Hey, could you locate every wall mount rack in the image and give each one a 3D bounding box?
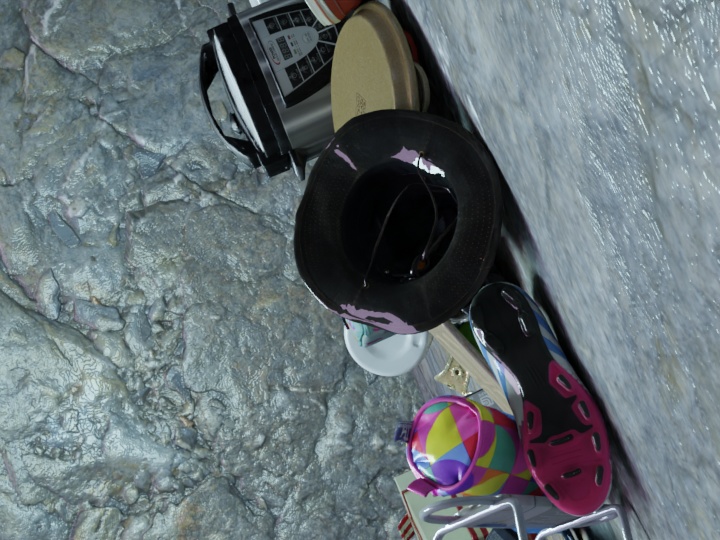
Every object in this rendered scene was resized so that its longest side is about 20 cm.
[{"bbox_3d":[0.122,0.238,0.997,0.174,0.199,0.075,-38,51,46],"label":"wall mount rack"}]

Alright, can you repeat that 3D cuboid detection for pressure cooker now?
[{"bbox_3d":[-0.069,-0.200,1.275,0.176,0.199,0.179,-116,4,-59],"label":"pressure cooker"}]

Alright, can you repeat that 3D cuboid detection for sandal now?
[{"bbox_3d":[0.120,0.112,1.510,0.078,0.069,0.212,79,168,-77],"label":"sandal"}]

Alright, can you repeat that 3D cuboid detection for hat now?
[{"bbox_3d":[0.045,-0.038,1.009,0.081,0.200,0.201,12,-132,-56],"label":"hat"}]

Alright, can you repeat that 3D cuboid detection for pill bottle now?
[{"bbox_3d":[0.050,0.059,1.606,0.200,0.114,0.115,-50,-62,-74],"label":"pill bottle"}]

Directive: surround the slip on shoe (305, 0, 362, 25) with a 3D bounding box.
[{"bbox_3d":[-0.017,-0.282,1.133,0.074,0.061,0.200,55,-165,-19],"label":"slip on shoe"}]

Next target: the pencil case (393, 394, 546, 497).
[{"bbox_3d":[0.117,0.162,1.019,0.200,0.088,0.089,23,-146,-47],"label":"pencil case"}]

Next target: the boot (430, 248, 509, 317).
[{"bbox_3d":[0.056,-0.021,1.134,0.164,0.066,0.200,25,-168,-13],"label":"boot"}]

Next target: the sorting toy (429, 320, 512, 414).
[{"bbox_3d":[0.135,0.107,1.202,0.200,0.036,0.185,52,177,1],"label":"sorting toy"}]

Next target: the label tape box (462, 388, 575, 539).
[{"bbox_3d":[0.175,0.240,1.344,0.201,0.063,0.144,67,-172,24],"label":"label tape box"}]

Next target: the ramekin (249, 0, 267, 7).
[{"bbox_3d":[-0.105,-0.386,1.570,0.202,0.094,0.203,156,90,-87],"label":"ramekin"}]

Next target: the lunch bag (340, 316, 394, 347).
[{"bbox_3d":[0.000,0.000,1.378,0.200,0.077,0.161,98,148,-81],"label":"lunch bag"}]

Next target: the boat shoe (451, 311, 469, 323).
[{"bbox_3d":[0.097,0.031,1.365,0.200,0.071,0.070,87,164,-62],"label":"boat shoe"}]

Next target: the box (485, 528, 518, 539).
[{"bbox_3d":[0.181,0.340,1.195,0.148,0.105,0.200,32,176,4],"label":"box"}]

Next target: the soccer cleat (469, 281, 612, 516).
[{"bbox_3d":[0.152,0.099,0.970,0.201,0.070,0.086,68,-165,19],"label":"soccer cleat"}]

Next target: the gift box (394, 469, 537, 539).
[{"bbox_3d":[0.159,0.380,1.791,0.187,0.184,0.200,-119,12,-48],"label":"gift box"}]

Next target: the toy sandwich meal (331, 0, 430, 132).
[{"bbox_3d":[0.030,-0.149,1.106,0.205,0.070,0.206,172,90,-70],"label":"toy sandwich meal"}]
